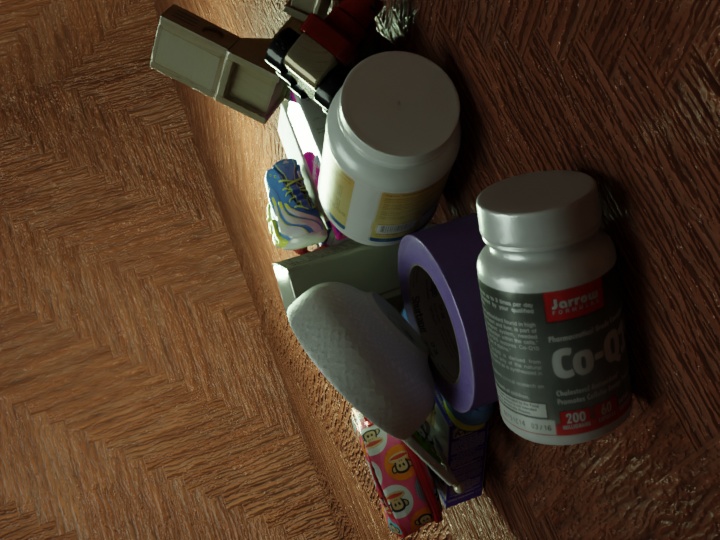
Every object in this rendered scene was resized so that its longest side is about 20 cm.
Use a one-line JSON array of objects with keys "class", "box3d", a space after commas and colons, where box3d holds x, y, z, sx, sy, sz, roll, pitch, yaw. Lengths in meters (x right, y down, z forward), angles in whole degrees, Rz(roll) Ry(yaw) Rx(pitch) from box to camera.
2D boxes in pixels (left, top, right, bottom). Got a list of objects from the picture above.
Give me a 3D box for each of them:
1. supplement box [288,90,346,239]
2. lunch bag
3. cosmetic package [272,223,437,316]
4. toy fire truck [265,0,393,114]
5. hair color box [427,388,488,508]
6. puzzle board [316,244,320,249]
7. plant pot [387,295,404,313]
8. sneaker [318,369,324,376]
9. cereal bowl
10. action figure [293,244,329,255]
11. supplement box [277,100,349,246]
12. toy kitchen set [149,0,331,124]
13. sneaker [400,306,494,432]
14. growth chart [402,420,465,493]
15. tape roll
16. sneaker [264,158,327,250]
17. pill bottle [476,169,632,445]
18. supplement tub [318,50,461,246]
[{"class": "supplement box", "box3d": [-0.015, -0.159, 1.279, 0.101, 0.103, 0.201, 106, 143, -69]}, {"class": "lunch bag", "box3d": [0.039, 0.242, 1.308, 0.200, 0.081, 0.177, -132, 18, -81]}, {"class": "cosmetic package", "box3d": [0.000, 0.000, 1.232, 0.103, 0.198, 0.074, -160, 54, -74]}, {"class": "toy fire truck", "box3d": [-0.011, -0.285, 1.124, 0.128, 0.200, 0.176, 39, -178, 9]}, {"class": "hair color box", "box3d": [0.120, 0.216, 1.320, 0.201, 0.064, 0.110, 88, 160, -45]}, {"class": "puzzle board", "box3d": [-0.054, -0.103, 1.551, 0.151, 0.017, 0.202, 102, 173, -73]}, {"class": "plant pot", "box3d": [0.017, 0.049, 1.379, 0.200, 0.093, 0.201, 33, 168, 8]}, {"class": "sneaker", "box3d": [0.023, 0.166, 1.483, 0.199, 0.074, 0.081, 10, 97, 39]}, {"class": "cereal bowl", "box3d": [0.014, 0.085, 1.089, 0.200, 0.083, 0.200, 45, -172, -8]}, {"class": "action figure", "box3d": [-0.035, 0.009, 1.462, 0.200, 0.065, 0.052, 39, -175, -45]}, {"class": "supplement box", "box3d": [-0.042, -0.151, 1.434, 0.101, 0.103, 0.202, 119, 131, -73]}, {"class": "toy kitchen set", "box3d": [-0.144, -0.342, 1.316, 0.164, 0.179, 0.201, -65, -1, 40]}, {"class": "sneaker", "box3d": [0.112, 0.100, 1.217, 0.079, 0.065, 0.201, 103, 148, -44]}, {"class": "growth chart", "box3d": [0.059, 0.182, 1.206, 0.145, 0.018, 0.200, 43, -171, -29]}, {"class": "tape roll", "box3d": [0.116, 0.046, 1.067, 0.200, 0.084, 0.202, 163, 90, -78]}, {"class": "sneaker", "box3d": [-0.101, -0.095, 1.366, 0.200, 0.075, 0.106, -142, 37, -68]}, {"class": "pill bottle", "box3d": [0.157, 0.029, 0.805, 0.114, 0.113, 0.202, -136, 31, -64]}, {"class": "supplement tub", "box3d": [0.030, -0.128, 1.064, 0.200, 0.143, 0.146, 106, 145, -67]}]
